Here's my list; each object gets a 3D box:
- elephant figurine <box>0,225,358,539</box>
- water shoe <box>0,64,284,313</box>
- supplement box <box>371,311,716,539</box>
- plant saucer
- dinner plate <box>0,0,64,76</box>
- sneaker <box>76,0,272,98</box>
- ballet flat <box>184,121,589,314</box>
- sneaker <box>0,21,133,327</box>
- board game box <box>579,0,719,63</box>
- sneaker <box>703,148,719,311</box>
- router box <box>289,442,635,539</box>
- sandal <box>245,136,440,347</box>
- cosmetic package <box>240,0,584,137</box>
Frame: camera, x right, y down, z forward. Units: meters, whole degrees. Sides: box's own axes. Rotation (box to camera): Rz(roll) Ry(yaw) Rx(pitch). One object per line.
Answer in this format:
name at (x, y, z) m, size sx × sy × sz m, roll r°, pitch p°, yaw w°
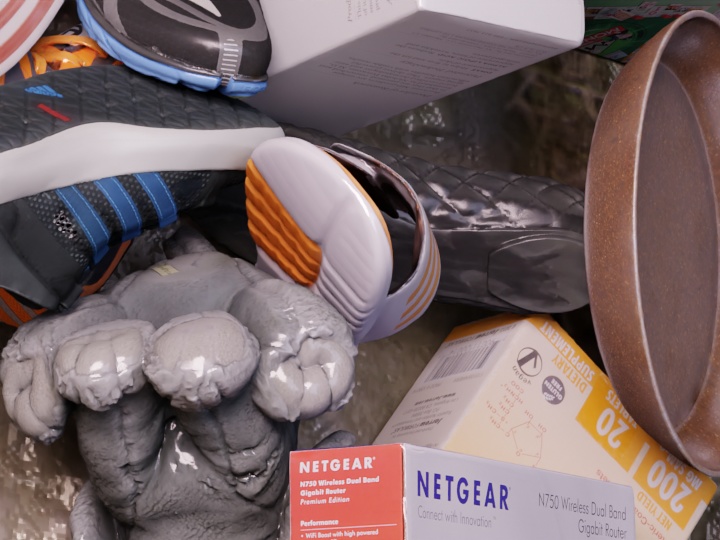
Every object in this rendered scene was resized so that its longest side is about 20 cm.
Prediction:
elephant figurine at (-0.060, 0.104, 0.973) m, size 0.155 × 0.141 × 0.200 m, roll -25°, pitch 112°, yaw -39°
water shoe at (-0.114, -0.028, 0.949) m, size 0.200 × 0.071 × 0.079 m, roll -10°, pitch 123°, yaw -46°
supplement box at (0.050, 0.130, 1.082) m, size 0.126 × 0.073 × 0.200 m, roll 45°, pitch 61°, yaw -17°
plant saucer at (0.139, -0.011, 1.092) m, size 0.200 × 0.034 × 0.201 m, roll 14°, pitch 74°, yaw -63°
dinner plate at (-0.144, -0.161, 0.908) m, size 0.200 × 0.024 × 0.201 m, roll -48°, pitch 146°, yaw -48°
sneaker at (-0.075, -0.150, 1.013) m, size 0.071 × 0.083 × 0.200 m, roll 9°, pitch 47°, yaw -27°
ballet flat at (0.012, -0.023, 1.078) m, size 0.200 × 0.057 × 0.067 m, roll 15°, pitch 114°, yaw -4°
sneaker at (-0.153, -0.082, 1.001) m, size 0.112 × 0.077 × 0.200 m, roll -50°, pitch 118°, yaw -34°
board game box at (0.138, -0.141, 1.117) m, size 0.134 × 0.200 × 0.029 m, roll 13°, pitch 73°, yaw -31°
sneaker at (0.224, -0.012, 1.235) m, size 0.200 × 0.078 × 0.116 m, roll -9°, pitch 94°, yaw -22°
router box at (0.044, 0.163, 0.946) m, size 0.200 × 0.049 × 0.180 m, roll 16°, pitch 71°, yaw -59°
sandal at (-0.005, -0.007, 1.000) m, size 0.059 × 0.207 × 0.079 m, roll -31°, pitch 76°, yaw -16°
cosmetic package at (0.002, -0.127, 1.028) m, size 0.081 × 0.200 × 0.113 m, roll 8°, pitch 78°, yaw -30°
